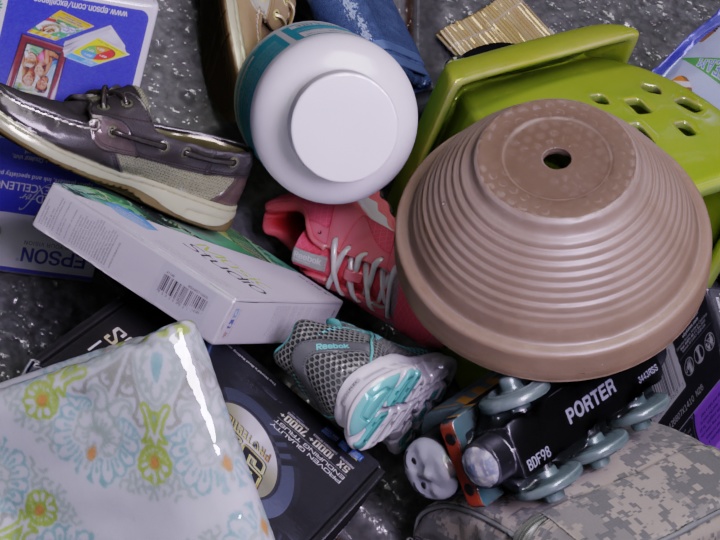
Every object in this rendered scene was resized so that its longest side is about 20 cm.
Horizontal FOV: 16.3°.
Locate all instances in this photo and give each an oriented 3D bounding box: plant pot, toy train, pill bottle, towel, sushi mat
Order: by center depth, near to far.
[{"bbox_3d":[-0.153,0.137,1.438,0.172,0.199,0.048,69,21,-6],"label":"towel"},{"bbox_3d":[0.120,-0.038,1.537,0.199,0.093,0.202,0,51,0],"label":"plant pot"},{"bbox_3d":[0.112,0.089,1.586,0.200,0.114,0.086,-32,102,-45],"label":"toy train"},{"bbox_3d":[-0.023,-0.105,1.661,0.110,0.112,0.200,21,6,-10],"label":"pill bottle"},{"bbox_3d":[0.136,-0.049,1.743,0.198,0.201,0.182,-17,58,-32],"label":"plant pot"},{"bbox_3d":[-0.020,-0.214,1.842,0.201,0.048,0.112,65,16,13],"label":"towel"},{"bbox_3d":[0.151,-0.129,1.926,0.095,0.012,0.200,-30,73,-40],"label":"sushi mat"}]

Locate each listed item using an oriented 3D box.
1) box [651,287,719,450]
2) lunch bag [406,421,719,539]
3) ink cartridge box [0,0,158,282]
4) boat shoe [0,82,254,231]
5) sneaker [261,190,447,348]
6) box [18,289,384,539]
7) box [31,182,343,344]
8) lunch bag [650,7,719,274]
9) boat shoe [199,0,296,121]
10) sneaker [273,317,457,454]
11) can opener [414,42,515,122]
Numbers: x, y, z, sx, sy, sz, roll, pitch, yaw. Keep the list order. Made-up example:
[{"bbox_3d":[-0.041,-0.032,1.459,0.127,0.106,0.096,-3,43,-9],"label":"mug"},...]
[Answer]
[{"bbox_3d":[0.314,0.091,1.767,0.198,0.122,0.107,4,53,-23],"label":"box"},{"bbox_3d":[0.150,0.179,1.612,0.199,0.140,0.167,-20,37,-34],"label":"lunch bag"},{"bbox_3d":[-0.248,-0.102,1.618,0.196,0.201,0.047,8,24,-21],"label":"ink cartridge box"},{"bbox_3d":[-0.156,-0.088,1.594,0.200,0.066,0.072,24,6,-31],"label":"boat shoe"},{"bbox_3d":[0.000,0.000,1.682,0.086,0.074,0.200,-3,26,-32],"label":"sneaker"},{"bbox_3d":[-0.108,0.118,1.536,0.200,0.086,0.164,40,28,7],"label":"box"},{"bbox_3d":[-0.106,-0.003,1.603,0.144,0.037,0.200,32,8,16],"label":"box"},{"bbox_3d":[0.286,-0.075,1.854,0.123,0.200,0.171,-35,73,4],"label":"lunch bag"},{"bbox_3d":[-0.081,-0.193,1.823,0.066,0.074,0.201,3,54,-17],"label":"boat shoe"},{"bbox_3d":[0.002,0.064,1.616,0.091,0.200,0.078,36,92,14],"label":"sneaker"},{"bbox_3d":[0.081,-0.117,1.838,0.199,0.078,0.064,-29,116,-43],"label":"can opener"}]
